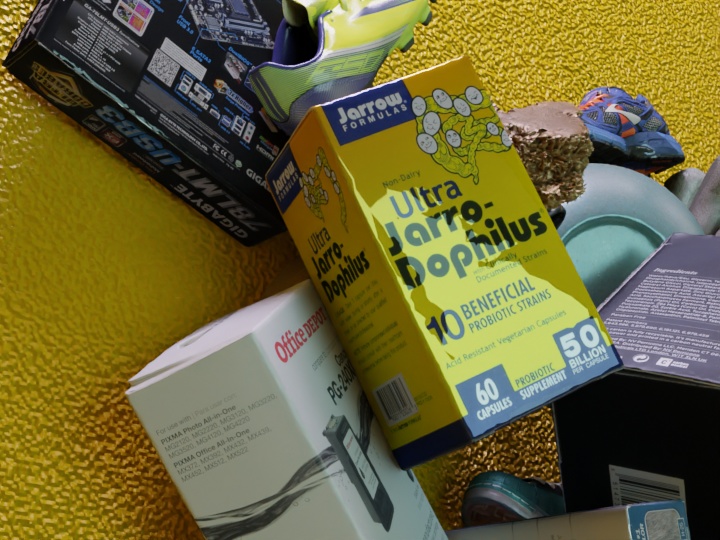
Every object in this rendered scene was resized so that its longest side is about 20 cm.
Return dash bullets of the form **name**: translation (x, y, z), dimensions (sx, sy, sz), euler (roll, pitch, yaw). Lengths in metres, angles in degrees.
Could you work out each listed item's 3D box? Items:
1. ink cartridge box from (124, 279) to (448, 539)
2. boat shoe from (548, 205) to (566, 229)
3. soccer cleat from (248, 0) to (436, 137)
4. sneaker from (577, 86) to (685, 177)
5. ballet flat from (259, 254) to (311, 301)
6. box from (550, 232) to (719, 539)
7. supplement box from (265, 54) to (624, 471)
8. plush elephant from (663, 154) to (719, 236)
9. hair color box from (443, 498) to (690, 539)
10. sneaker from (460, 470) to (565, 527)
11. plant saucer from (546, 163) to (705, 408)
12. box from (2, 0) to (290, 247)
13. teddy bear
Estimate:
- **ink cartridge box**: translation (-0.032, 0.118, 0.669), dimensions (0.201, 0.083, 0.145), euler (63, 14, -5)
- **boat shoe**: translation (0.085, 0.014, 0.832), dimensions (0.066, 0.070, 0.200), euler (26, 56, 19)
- **soccer cleat**: translation (-0.009, -0.167, 0.782), dimensions (0.084, 0.065, 0.200), euler (44, 50, -20)
- **sneaker**: translation (0.202, -0.120, 1.016), dimensions (0.200, 0.075, 0.079), euler (0, 66, -49)
- **ballet flat**: translation (0.000, 0.000, 0.792), dimensions (0.069, 0.063, 0.200), euler (55, 48, -11)
- **box**: translation (0.231, 0.107, 0.788), dimensions (0.196, 0.124, 0.201), euler (-37, 124, -45)
- **supplement box**: translation (0.043, -0.003, 0.682), dimensions (0.109, 0.110, 0.201), euler (-22, 81, -24)
- **plush elephant**: translation (0.325, 0.015, 1.001), dimensions (0.154, 0.165, 0.201), euler (24, 81, -2)
- **hair color box**: translation (0.110, 0.203, 0.722), dimensions (0.060, 0.200, 0.100), euler (5, 72, -40)
- **sneaker**: translation (0.145, 0.181, 0.855), dimensions (0.200, 0.071, 0.080), euler (39, 52, -34)
- **plant saucer**: translation (0.188, 0.014, 0.898), dimensions (0.200, 0.039, 0.202), euler (1, 85, -7)
- **box**: translation (-0.102, -0.150, 0.765), dimensions (0.200, 0.050, 0.199), euler (36, 52, -29)
- **teddy bear**: translation (0.058, -0.078, 0.818), dimensions (0.199, 0.067, 0.145), euler (-7, 35, -15)
